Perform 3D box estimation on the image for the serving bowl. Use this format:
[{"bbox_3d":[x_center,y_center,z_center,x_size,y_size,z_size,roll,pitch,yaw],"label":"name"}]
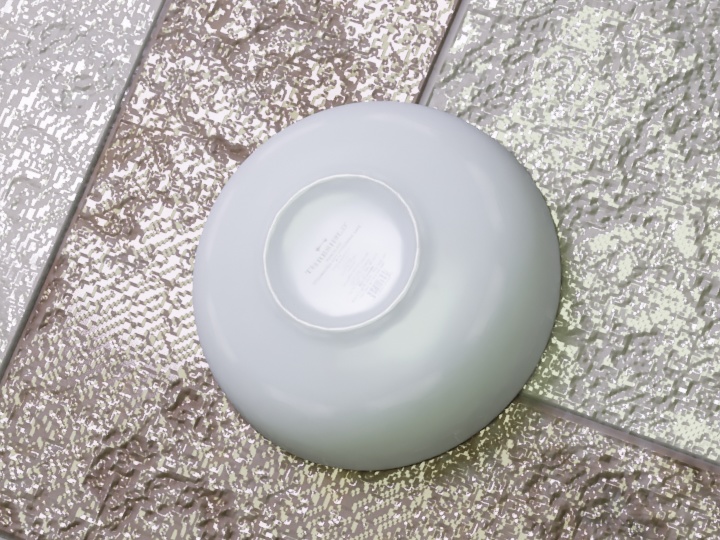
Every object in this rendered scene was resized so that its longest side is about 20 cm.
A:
[{"bbox_3d":[0.000,0.000,1.510,0.200,0.066,0.200,-5,73,16],"label":"serving bowl"}]
